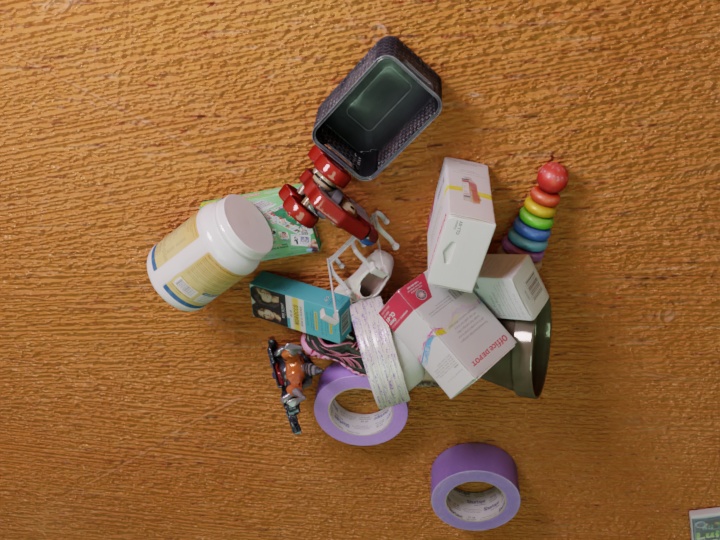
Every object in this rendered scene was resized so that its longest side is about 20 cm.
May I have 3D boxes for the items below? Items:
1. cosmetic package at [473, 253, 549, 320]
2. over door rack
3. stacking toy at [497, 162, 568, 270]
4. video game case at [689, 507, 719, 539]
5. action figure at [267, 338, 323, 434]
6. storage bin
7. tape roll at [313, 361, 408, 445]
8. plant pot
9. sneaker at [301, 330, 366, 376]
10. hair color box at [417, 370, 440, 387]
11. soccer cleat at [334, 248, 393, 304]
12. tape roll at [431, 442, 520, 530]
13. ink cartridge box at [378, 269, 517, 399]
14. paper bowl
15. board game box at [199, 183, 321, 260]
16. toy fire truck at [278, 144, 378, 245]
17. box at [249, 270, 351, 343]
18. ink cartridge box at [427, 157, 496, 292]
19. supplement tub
[{"bbox_3d":[0.231,0.028,1.511,0.199,0.074,0.102,-1,128,49],"label":"cosmetic package"},{"bbox_3d":[0.000,0.000,1.493,0.066,0.201,0.148,35,118,-20],"label":"over door rack"},{"bbox_3d":[0.313,-0.099,1.480,0.085,0.086,0.201,13,120,-4],"label":"stacking toy"},{"bbox_3d":[0.879,0.617,1.952,0.199,0.023,0.183,-11,123,12],"label":"video game case"},{"bbox_3d":[-0.120,0.227,1.677,0.104,0.193,0.201,-17,89,-4],"label":"action figure"},{"bbox_3d":[0.028,-0.266,1.377,0.135,0.094,0.200,37,120,-19],"label":"storage bin"},{"bbox_3d":[0.003,0.279,1.769,0.198,0.066,0.201,2,125,3],"label":"tape roll"},{"bbox_3d":[0.262,0.136,1.589,0.172,0.200,0.201,3,126,21],"label":"plant pot"},{"bbox_3d":[-0.018,0.151,1.658,0.199,0.079,0.095,16,152,-8],"label":"sneaker"},{"bbox_3d":[0.126,0.141,1.666,0.099,0.061,0.201,0,125,6],"label":"hair color box"},{"bbox_3d":[-0.005,0.042,1.599,0.069,0.078,0.200,29,122,-14],"label":"soccer cleat"},{"bbox_3d":[0.258,0.489,1.880,0.198,0.085,0.201,3,125,4],"label":"tape roll"},{"bbox_3d":[0.152,0.100,1.453,0.200,0.147,0.086,51,136,9],"label":"ink cartridge box"},{"bbox_3d":[0.054,0.146,1.535,0.104,0.201,0.202,-16,123,0],"label":"paper bowl"},{"bbox_3d":[-0.186,-0.082,1.559,0.198,0.029,0.135,-9,122,11],"label":"board game box"},{"bbox_3d":[-0.040,-0.114,1.425,0.168,0.200,0.112,36,100,-20],"label":"toy fire truck"},{"bbox_3d":[-0.116,0.070,1.599,0.199,0.049,0.083,15,128,23],"label":"box"},{"bbox_3d":[0.169,-0.080,1.426,0.083,0.201,0.146,12,125,-3],"label":"ink cartridge box"},{"bbox_3d":[-0.269,-0.032,1.495,0.199,0.145,0.145,-33,116,25],"label":"supplement tub"}]
